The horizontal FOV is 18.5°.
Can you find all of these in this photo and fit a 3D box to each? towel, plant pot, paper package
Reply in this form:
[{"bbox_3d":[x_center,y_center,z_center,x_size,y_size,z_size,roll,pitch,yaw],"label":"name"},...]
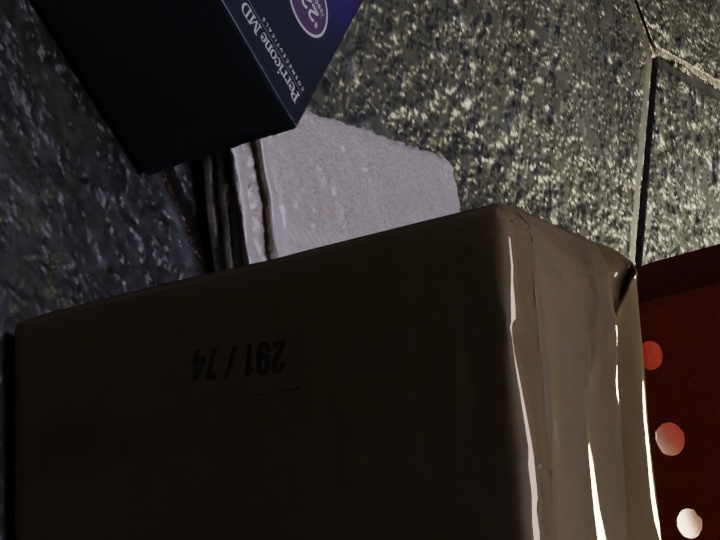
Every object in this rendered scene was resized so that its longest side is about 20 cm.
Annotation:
[{"bbox_3d":[0.000,0.000,0.953,0.200,0.034,0.133,10,69,-60],"label":"towel"},{"bbox_3d":[0.205,0.076,1.134,0.176,0.200,0.200,-6,81,-51],"label":"plant pot"},{"bbox_3d":[-0.006,0.091,0.722,0.103,0.200,0.191,26,55,-54],"label":"paper package"}]

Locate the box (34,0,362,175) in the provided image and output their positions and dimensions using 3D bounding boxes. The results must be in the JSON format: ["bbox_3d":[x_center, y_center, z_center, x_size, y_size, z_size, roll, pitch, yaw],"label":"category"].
[{"bbox_3d":[-0.080,-0.161,0.845,0.200,0.079,0.141,59,35,-27],"label":"box"}]
